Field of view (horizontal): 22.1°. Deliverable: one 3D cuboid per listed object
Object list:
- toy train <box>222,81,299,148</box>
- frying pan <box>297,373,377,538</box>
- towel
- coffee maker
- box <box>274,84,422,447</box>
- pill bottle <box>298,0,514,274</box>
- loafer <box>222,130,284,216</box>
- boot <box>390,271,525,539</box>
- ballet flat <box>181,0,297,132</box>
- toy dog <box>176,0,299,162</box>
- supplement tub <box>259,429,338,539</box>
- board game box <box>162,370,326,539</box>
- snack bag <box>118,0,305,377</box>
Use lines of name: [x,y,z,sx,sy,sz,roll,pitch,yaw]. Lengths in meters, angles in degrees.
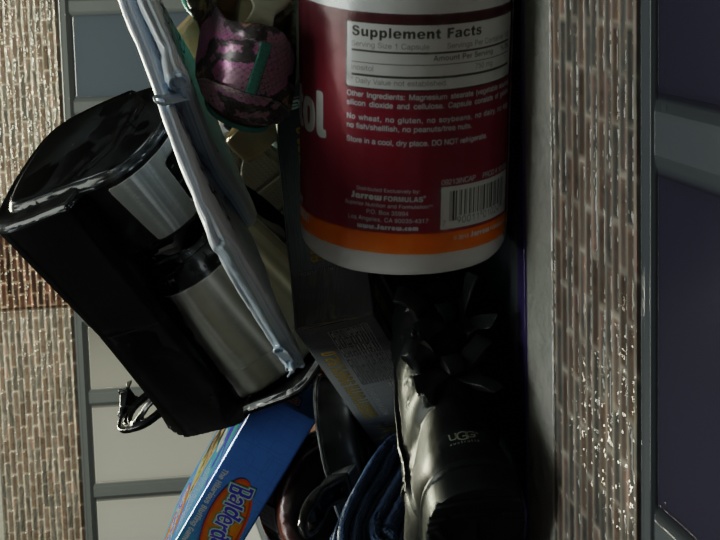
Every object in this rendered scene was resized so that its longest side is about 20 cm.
toy train: [-0.065,-0.153,1.278,0.200,0.085,0.115,88,-154,-77]
frying pan: [-0.014,0.113,1.147,0.190,0.031,0.116,49,-151,-74]
towel: [0.018,0.200,1.132,0.112,0.048,0.201,-59,-28,-47]
coffee maker: [-0.138,0.004,1.186,0.200,0.191,0.135,51,-166,-26]
box: [0.000,0.000,1.137,0.200,0.048,0.160,59,-158,-62]
pill bottle: [0.023,-0.109,0.954,0.113,0.112,0.202,-117,26,-69]
loafer: [-0.041,-0.016,1.294,0.200,0.072,0.063,51,-172,-12]
boot: [0.047,0.114,1.014,0.163,0.073,0.200,-99,9,-47]
ballet flat: [-0.058,-0.143,1.000,0.200,0.069,0.072,-102,34,-62]
toy dog: [-0.036,-0.165,1.134,0.202,0.131,0.096,-67,20,-8]
supplement tub: [-0.019,0.168,1.337,0.200,0.106,0.108,153,114,-81]
board game box: [-0.084,0.136,1.309,0.201,0.045,0.152,-59,7,25]
snack bag: [-0.081,-0.060,0.992,0.189,0.021,0.201,67,-179,-65]
